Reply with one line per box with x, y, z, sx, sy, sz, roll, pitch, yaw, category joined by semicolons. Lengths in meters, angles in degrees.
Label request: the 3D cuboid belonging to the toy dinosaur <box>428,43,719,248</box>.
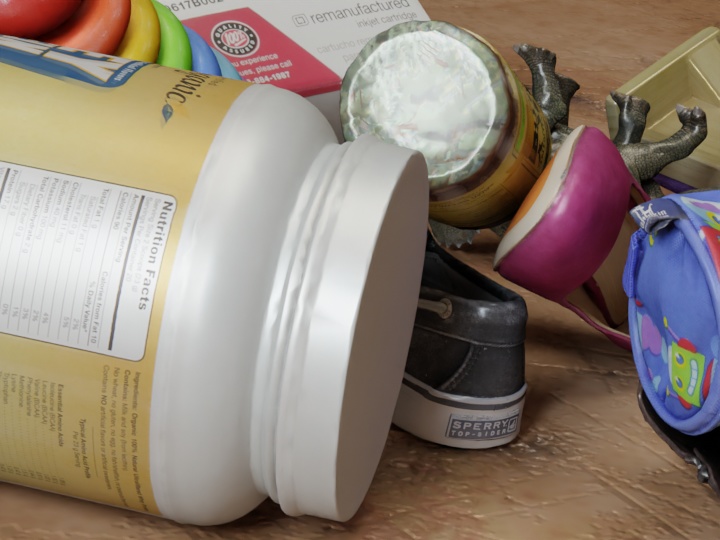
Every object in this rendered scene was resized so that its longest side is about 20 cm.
0.097;-0.037;1.096;0.199;0.103;0.077;22;-4;6;toy dinosaur

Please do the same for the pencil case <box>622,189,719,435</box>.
0.183;0.000;0.852;0.199;0.078;0.087;-10;45;-21;pencil case

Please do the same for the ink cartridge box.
-0.073;-0.137;1.101;0.147;0.086;0.201;-16;66;-37;ink cartridge box

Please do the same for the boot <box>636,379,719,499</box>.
0.176;0.036;0.921;0.165;0.073;0.200;1;24;-25;boot

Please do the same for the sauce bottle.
0.039;-0.049;0.922;0.064;0.065;0.200;12;-1;10;sauce bottle

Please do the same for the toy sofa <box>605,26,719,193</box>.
0.215;-0.034;1.151;0.083;0.098;0.199;-35;41;-28;toy sofa

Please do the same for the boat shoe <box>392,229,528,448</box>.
0.000;0.000;0.958;0.071;0.068;0.200;-3;23;-30;boat shoe

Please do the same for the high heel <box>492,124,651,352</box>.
0.105;0.002;0.931;0.096;0.068;0.200;34;-5;8;high heel

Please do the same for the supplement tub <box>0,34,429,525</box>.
-0.087;0.002;0.799;0.198;0.146;0.145;11;19;9;supplement tub

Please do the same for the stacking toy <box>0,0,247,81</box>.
-0.093;-0.073;0.895;0.085;0.086;0.200;18;-16;27;stacking toy
